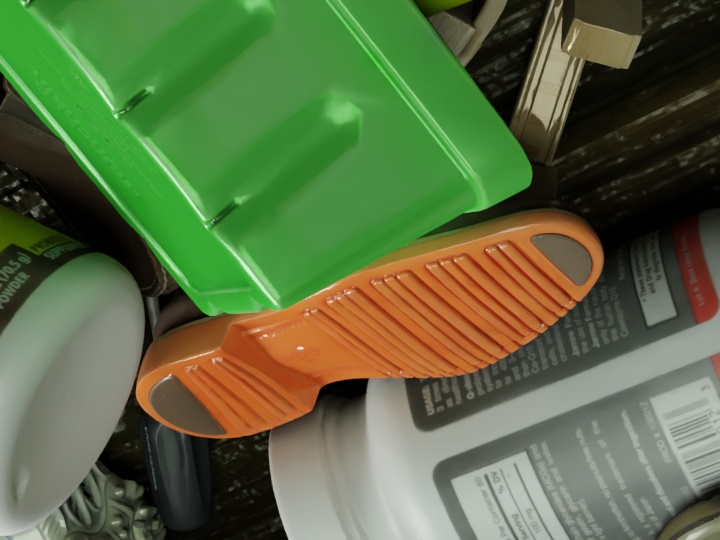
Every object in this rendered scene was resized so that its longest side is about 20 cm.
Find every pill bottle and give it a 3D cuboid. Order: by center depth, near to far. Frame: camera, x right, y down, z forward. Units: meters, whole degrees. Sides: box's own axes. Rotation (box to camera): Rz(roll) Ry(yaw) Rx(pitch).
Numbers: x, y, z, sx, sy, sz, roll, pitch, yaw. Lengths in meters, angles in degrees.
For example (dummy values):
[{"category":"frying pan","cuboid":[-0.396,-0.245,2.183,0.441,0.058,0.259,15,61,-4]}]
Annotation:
[{"category":"pill bottle","cuboid":[-0.187,0.009,0.867,0.200,0.109,0.109,24,123,17]},{"category":"pill bottle","cuboid":[0.073,0.063,0.917,0.200,0.116,0.116,-22,119,15]}]

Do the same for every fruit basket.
[{"category":"fruit basket","cuboid":[-0.014,-0.109,0.776,0.215,0.155,0.216,1,87,-19]}]

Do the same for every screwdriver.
[{"category":"screwdriver","cuboid":[-0.082,0.020,0.946,0.028,0.029,0.200,-5,122,4]}]

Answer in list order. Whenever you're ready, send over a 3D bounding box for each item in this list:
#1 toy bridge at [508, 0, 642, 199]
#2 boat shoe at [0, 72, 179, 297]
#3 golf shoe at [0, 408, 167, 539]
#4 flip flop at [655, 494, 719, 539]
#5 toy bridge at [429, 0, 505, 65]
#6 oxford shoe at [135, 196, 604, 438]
[{"category":"toy bridge","cuboid":[0.085,-0.100,0.841,0.027,0.067,0.200,15,133,-6]},{"category":"boat shoe","cuboid":[-0.128,-0.066,0.856,0.075,0.075,0.202,-5,122,49]},{"category":"golf shoe","cuboid":[-0.140,0.104,0.988,0.097,0.078,0.200,4,122,24]},{"category":"flip flop","cuboid":[0.143,0.162,0.901,0.081,0.058,0.200,-1,125,-13]},{"category":"toy bridge","cuboid":[0.013,-0.100,0.861,0.067,0.027,0.200,27,120,-15]},{"category":"oxford shoe","cuboid":[0.000,0.000,0.881,0.200,0.073,0.071,-17,137,31]}]
